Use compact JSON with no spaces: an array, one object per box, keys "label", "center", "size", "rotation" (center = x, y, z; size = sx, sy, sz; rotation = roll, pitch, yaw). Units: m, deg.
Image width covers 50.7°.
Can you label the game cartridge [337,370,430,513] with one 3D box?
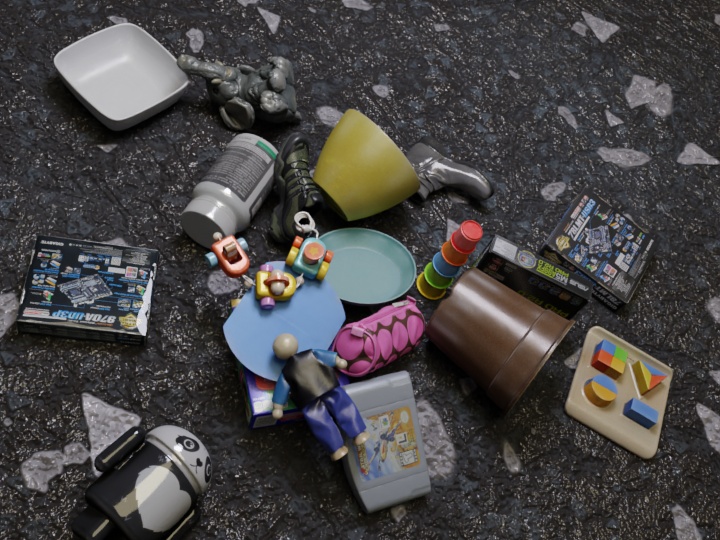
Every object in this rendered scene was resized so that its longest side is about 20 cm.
[{"label":"game cartridge","center":[0.033,0.271,1.196],"size":[0.132,0.041,0.202],"rotation":[-11,90,-27]}]

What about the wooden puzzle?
[{"label":"wooden puzzle","center":[0.488,0.218,1.410],"size":[0.184,0.046,0.201],"rotation":[30,57,1]}]

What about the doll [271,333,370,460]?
[{"label":"doll","center":[-0.072,0.184,1.137],"size":[0.136,0.048,0.201],"rotation":[-32,88,-3]}]

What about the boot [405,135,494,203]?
[{"label":"boot","center":[0.158,-0.174,1.532],"size":[0.199,0.070,0.132],"rotation":[35,59,18]}]

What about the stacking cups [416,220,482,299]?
[{"label":"stacking cups","center":[0.158,-0.017,1.351],"size":[0.060,0.200,0.061],"rotation":[7,61,-13]}]

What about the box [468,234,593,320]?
[{"label":"box","center":[0.297,0.034,1.390],"size":[0.199,0.161,0.044],"rotation":[27,55,-2]}]

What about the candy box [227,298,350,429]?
[{"label":"candy box","center":[-0.118,0.141,1.247],"size":[0.168,0.077,0.201],"rotation":[-6,61,-20]}]

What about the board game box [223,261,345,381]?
[{"label":"board game box","center":[-0.121,0.086,1.212],"size":[0.157,0.039,0.201],"rotation":[32,61,-3]}]

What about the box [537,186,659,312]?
[{"label":"box","center":[0.493,-0.047,1.565],"size":[0.198,0.050,0.200],"rotation":[36,57,6]}]

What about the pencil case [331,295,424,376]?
[{"label":"pencil case","center":[0.033,0.106,1.262],"size":[0.090,0.094,0.200],"rotation":[30,24,20]}]

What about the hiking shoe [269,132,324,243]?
[{"label":"hiking shoe","center":[-0.101,-0.145,1.362],"size":[0.076,0.100,0.202],"rotation":[-3,100,-56]}]

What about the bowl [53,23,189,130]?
[{"label":"bowl","center":[-0.448,-0.357,1.437],"size":[0.200,0.075,0.200],"rotation":[44,59,10]}]

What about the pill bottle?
[{"label":"pill bottle","center":[-0.228,-0.140,1.355],"size":[0.113,0.113,0.201],"rotation":[29,56,1]}]

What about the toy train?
[{"label":"toy train","center":[-0.135,-0.028,1.203],"size":[0.199,0.056,0.151],"rotation":[-25,76,-27]}]

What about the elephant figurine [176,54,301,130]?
[{"label":"elephant figurine","center":[-0.231,-0.349,1.475],"size":[0.198,0.157,0.142],"rotation":[-1,19,10]}]

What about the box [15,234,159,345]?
[{"label":"box","center":[-0.435,0.032,1.229],"size":[0.198,0.046,0.160],"rotation":[7,59,-13]}]

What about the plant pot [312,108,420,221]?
[{"label":"plant pot","center":[-0.007,-0.176,1.419],"size":[0.142,0.200,0.200],"rotation":[-44,79,-6]}]

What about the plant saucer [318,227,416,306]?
[{"label":"plant saucer","center":[0.000,0.000,1.365],"size":[0.198,0.036,0.201],"rotation":[5,42,-4]}]

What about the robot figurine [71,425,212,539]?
[{"label":"robot figurine","center":[-0.299,0.310,1.061],"size":[0.124,0.151,0.200],"rotation":[34,56,20]}]

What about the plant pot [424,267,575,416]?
[{"label":"plant pot","center":[0.231,0.110,1.314],"size":[0.198,0.201,0.200],"rotation":[37,57,15]}]
